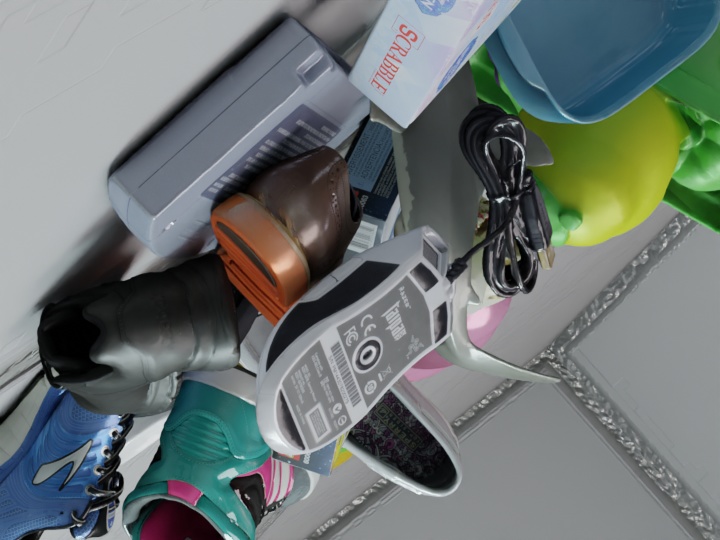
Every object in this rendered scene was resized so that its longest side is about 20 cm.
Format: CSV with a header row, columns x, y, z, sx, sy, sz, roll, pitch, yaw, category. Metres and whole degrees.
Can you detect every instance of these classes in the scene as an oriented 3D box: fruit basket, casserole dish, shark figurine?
x,y,z,sx,sy,sz,roll,pitch,yaw,category
0.141,-0.081,1.692,0.216,0.216,0.156,-39,172,-19,fruit basket
0.121,-0.151,1.596,0.039,0.121,0.200,-18,-166,45,casserole dish
0.060,-0.036,1.556,0.089,0.215,0.128,-7,-173,12,shark figurine

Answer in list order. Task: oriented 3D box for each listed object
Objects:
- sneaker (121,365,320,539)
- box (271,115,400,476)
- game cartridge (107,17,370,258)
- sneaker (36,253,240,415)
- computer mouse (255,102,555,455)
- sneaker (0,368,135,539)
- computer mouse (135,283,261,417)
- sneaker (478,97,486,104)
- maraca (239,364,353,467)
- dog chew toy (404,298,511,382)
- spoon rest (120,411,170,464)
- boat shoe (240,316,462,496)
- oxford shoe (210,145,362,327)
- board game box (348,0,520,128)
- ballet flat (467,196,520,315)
x,y,z,sx,sy,sz,roll,pitch,yaw,category
-0.081,0.137,1.766,0.121,0.084,0.200,-66,161,-15,sneaker
0.000,0.000,1.692,0.137,0.038,0.200,-66,171,-48,box
-0.059,-0.061,1.476,0.133,0.041,0.200,-45,173,3,game cartridge
-0.132,0.036,1.565,0.091,0.076,0.200,-9,169,-22,sneaker
0.013,0.011,1.486,0.200,0.044,0.110,-39,136,-22,computer mouse
-0.157,0.103,1.711,0.200,0.089,0.079,-45,169,20,sneaker
-0.086,0.028,1.798,0.200,0.053,0.139,-40,174,-16,computer mouse
0.052,-0.090,1.822,0.076,0.075,0.200,-22,-178,31,sneaker
-0.043,0.080,2.081,0.200,0.137,0.107,-43,150,-57,maraca
0.040,0.013,1.965,0.125,0.125,0.200,-40,-170,-16,dog chew toy
-0.100,0.071,1.947,0.200,0.061,0.099,-44,172,12,spoon rest
-0.011,0.077,1.899,0.072,0.200,0.069,-43,-158,0,boat shoe
-0.028,-0.011,1.530,0.073,0.071,0.200,-44,173,-9,oxford shoe
0.088,-0.182,1.381,0.200,0.041,0.200,-49,176,-26,board game box
0.063,-0.009,1.753,0.200,0.064,0.076,-54,155,-72,ballet flat
